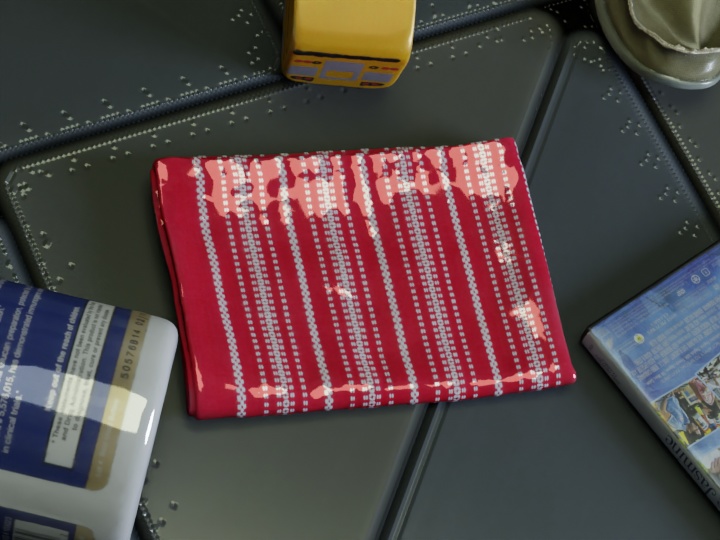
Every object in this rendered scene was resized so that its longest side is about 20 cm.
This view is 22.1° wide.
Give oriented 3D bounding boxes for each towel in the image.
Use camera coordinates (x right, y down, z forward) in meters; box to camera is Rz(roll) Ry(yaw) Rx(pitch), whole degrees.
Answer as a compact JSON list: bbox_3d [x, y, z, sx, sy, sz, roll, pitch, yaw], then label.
[{"bbox_3d":[0.000,0.000,0.924,0.200,0.022,0.145,-4,65,-14],"label":"towel"}]

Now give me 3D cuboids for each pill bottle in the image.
[{"bbox_3d":[-0.187,0.052,0.805,0.200,0.111,0.111,14,61,-5],"label":"pill bottle"}]

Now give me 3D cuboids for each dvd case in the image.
[{"bbox_3d":[0.226,0.074,0.937,0.143,0.018,0.200,-31,72,-25],"label":"dvd case"}]

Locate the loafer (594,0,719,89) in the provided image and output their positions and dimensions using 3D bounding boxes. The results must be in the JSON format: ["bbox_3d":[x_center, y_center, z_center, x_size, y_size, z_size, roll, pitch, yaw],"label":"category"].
[{"bbox_3d":[0.172,-0.194,1.033,0.075,0.070,0.200,1,63,-12],"label":"loafer"}]

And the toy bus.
[{"bbox_3d":[-0.003,-0.203,0.964,0.065,0.078,0.201,4,80,-7],"label":"toy bus"}]
